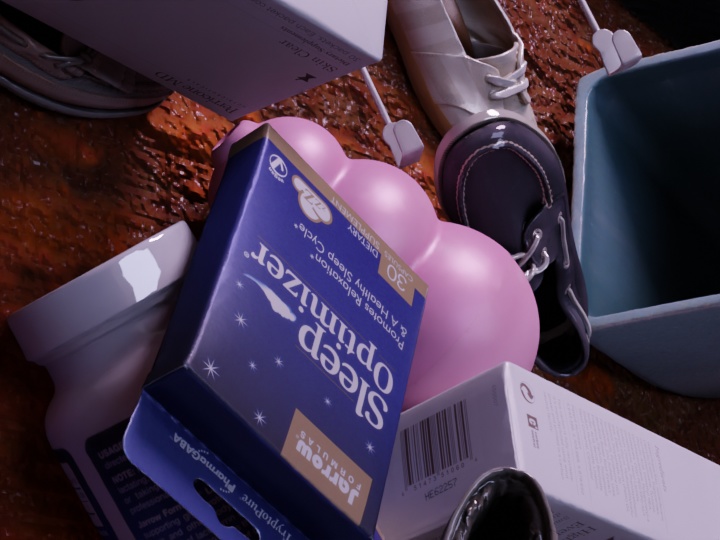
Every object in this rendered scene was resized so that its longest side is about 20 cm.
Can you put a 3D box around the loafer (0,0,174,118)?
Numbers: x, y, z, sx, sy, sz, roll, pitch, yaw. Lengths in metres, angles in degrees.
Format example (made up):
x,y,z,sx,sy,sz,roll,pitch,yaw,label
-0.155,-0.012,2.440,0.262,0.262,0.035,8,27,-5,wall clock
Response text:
x,y,z,sx,sy,sz,roll,pitch,yaw,label
-0.160,-0.128,0.915,0.200,0.063,0.072,17,60,-40,loafer

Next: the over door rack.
x,y,z,sx,sy,sz,roll,pitch,yaw,label
0.047,-0.161,1.072,0.148,0.067,0.200,-24,69,-6,over door rack

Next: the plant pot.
x,y,z,sx,sy,sz,roll,pitch,yaw,label
0.266,-0.016,1.208,0.200,0.196,0.196,43,44,-46,plant pot

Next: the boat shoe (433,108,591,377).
x,y,z,sx,sy,sz,roll,pitch,yaw,label
0.096,-0.011,1.055,0.200,0.073,0.063,66,0,-50,boat shoe

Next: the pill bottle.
x,y,z,sx,sy,sz,roll,pitch,yaw,label
-0.075,0.086,0.865,0.116,0.116,0.200,-34,98,-47,pill bottle

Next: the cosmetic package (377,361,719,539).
x,y,z,sx,sy,sz,roll,pitch,yaw,label
0.102,0.123,0.963,0.200,0.102,0.074,27,46,-40,cosmetic package

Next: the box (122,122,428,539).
x,y,z,sx,sy,sz,roll,pitch,yaw,label
-0.031,0.039,0.824,0.121,0.032,0.200,45,37,-25,box

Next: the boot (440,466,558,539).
x,y,z,sx,sy,sz,roll,pitch,yaw,label
0.042,0.207,0.864,0.072,0.200,0.182,10,63,-10,boot

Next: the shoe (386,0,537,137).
x,y,z,sx,sy,sz,roll,pitch,yaw,label
0.060,-0.142,1.150,0.070,0.053,0.200,-40,102,-47,shoe

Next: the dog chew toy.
x,y,z,sx,sy,sz,roll,pitch,yaw,label
0.000,0.000,0.983,0.200,0.124,0.125,45,46,-11,dog chew toy

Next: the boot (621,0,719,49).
x,y,z,sx,sy,sz,roll,pitch,yaw,label
0.252,-0.252,1.373,0.200,0.076,0.168,37,53,-37,boot

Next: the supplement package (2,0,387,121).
x,y,z,sx,sy,sz,roll,pitch,yaw,label
-0.090,-0.189,0.886,0.200,0.111,0.156,25,61,-39,supplement package
